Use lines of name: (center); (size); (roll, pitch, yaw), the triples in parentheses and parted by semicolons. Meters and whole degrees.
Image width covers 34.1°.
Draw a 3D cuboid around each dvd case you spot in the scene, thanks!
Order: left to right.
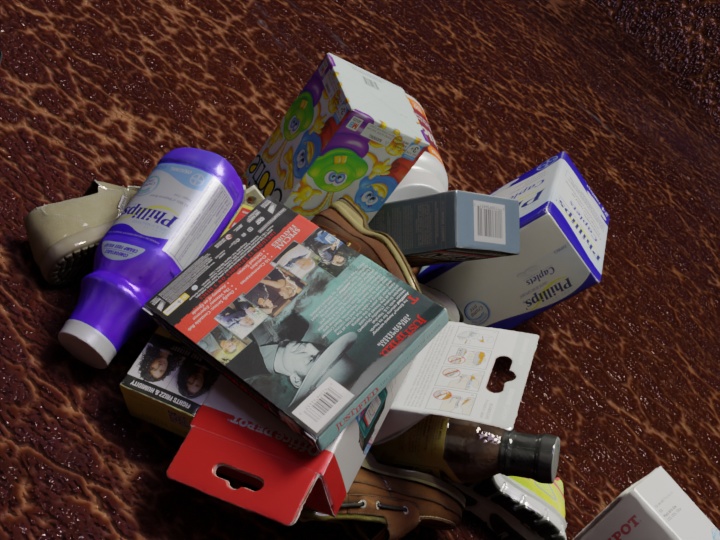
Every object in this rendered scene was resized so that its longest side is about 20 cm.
dvd case: (-0.052, 0.033, 0.903); (0.199, 0.022, 0.146); (31, 63, 32)

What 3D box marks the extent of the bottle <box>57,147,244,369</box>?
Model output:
bottle: (-0.176, -0.012, 0.972); (0.201, 0.083, 0.066); (-59, 141, -28)

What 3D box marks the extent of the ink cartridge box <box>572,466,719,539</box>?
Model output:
ink cartridge box: (0.277, 0.302, 1.052); (0.200, 0.146, 0.087); (47, 28, 17)

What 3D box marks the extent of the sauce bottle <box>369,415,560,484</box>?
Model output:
sauce bottle: (0.071, 0.150, 1.016); (0.198, 0.065, 0.065); (7, 21, 19)

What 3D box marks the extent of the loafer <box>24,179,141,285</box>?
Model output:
loafer: (-0.220, -0.048, 1.050); (0.068, 0.076, 0.200); (50, 30, 9)

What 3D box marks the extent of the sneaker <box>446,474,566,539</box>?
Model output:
sneaker: (0.119, 0.180, 1.108); (0.200, 0.078, 0.091); (45, 39, -13)

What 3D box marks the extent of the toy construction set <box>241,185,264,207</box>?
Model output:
toy construction set: (-0.102, 0.016, 1.080); (0.130, 0.092, 0.202); (14, 48, -24)

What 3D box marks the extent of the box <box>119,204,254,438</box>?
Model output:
box: (-0.111, 0.041, 0.960); (0.075, 0.050, 0.201); (20, 56, 17)

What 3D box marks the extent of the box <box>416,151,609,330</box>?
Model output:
box: (0.179, -0.025, 1.359); (0.105, 0.183, 0.200); (54, 25, -12)

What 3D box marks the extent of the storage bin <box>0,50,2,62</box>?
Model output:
storage bin: (-0.386, -0.136, 0.966); (0.134, 0.094, 0.201); (25, 30, -25)

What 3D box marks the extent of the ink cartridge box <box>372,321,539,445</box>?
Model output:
ink cartridge box: (0.044, 0.096, 1.009); (0.198, 0.051, 0.162); (9, 27, 13)

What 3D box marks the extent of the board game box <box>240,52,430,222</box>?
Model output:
board game box: (-0.037, -0.102, 1.214); (0.104, 0.200, 0.104); (19, 33, -34)

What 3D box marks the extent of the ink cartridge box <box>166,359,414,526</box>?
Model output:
ink cartridge box: (-0.049, 0.106, 0.901); (0.115, 0.068, 0.201); (16, 57, 22)

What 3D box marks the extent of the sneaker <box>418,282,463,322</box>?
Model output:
sneaker: (0.025, 0.044, 1.216); (0.199, 0.077, 0.089); (28, 49, -25)

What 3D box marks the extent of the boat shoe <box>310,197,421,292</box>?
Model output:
boat shoe: (0.000, -0.001, 1.100); (0.200, 0.067, 0.072); (45, -19, 54)

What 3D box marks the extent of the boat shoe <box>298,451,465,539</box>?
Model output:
boat shoe: (0.012, 0.199, 0.985); (0.199, 0.072, 0.069); (26, 59, -37)

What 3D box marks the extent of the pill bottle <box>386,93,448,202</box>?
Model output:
pill bottle: (0.044, -0.124, 1.437); (0.113, 0.114, 0.201); (23, 32, -27)

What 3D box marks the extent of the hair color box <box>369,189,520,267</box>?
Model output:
hair color box: (0.063, -0.039, 1.250); (0.098, 0.199, 0.061); (5, 82, -42)
